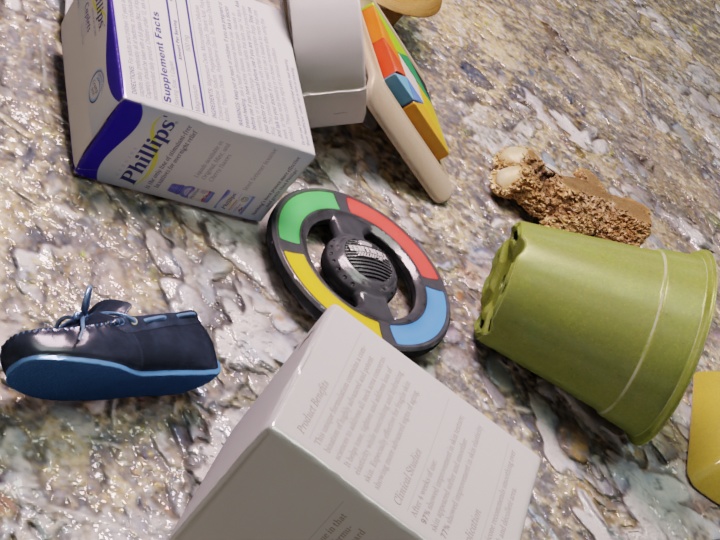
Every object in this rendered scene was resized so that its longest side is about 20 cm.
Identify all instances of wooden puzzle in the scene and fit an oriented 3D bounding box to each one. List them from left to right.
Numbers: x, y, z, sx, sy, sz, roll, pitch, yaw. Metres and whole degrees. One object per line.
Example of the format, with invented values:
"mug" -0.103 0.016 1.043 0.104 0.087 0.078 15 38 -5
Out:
"wooden puzzle" 0.045 -0.197 1.645 0.185 0.037 0.202 52 21 -42

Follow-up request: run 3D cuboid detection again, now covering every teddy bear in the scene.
"teddy bear" 0.232 -0.074 1.743 0.198 0.067 0.146 18 28 -19

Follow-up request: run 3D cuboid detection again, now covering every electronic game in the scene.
"electronic game" 0.000 0.000 1.430 0.198 0.042 0.201 26 35 -19

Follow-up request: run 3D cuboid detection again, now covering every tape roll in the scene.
"tape roll" -0.041 -0.244 1.537 0.070 0.204 0.204 -6 44 -5

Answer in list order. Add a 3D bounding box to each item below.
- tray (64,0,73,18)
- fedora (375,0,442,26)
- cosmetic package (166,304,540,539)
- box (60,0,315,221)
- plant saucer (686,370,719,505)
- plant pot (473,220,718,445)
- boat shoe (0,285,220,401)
"tray" -0.205 -0.231 1.524 0.198 0.022 0.108 20 38 -28
"fedora" -0.002 -0.337 1.800 0.198 0.082 0.202 21 36 -16
"cosmetic package" -0.004 0.172 1.102 0.199 0.167 0.168 37 32 -4
"box" -0.160 -0.165 1.394 0.198 0.105 0.186 15 46 -33
"plant saucer" 0.439 0.202 1.617 0.199 0.049 0.201 35 33 -7
"plant pot" 0.216 0.043 1.487 0.188 0.202 0.201 20 35 -5
"boat shoe" -0.192 0.057 1.145 0.199 0.083 0.070 11 59 -57
